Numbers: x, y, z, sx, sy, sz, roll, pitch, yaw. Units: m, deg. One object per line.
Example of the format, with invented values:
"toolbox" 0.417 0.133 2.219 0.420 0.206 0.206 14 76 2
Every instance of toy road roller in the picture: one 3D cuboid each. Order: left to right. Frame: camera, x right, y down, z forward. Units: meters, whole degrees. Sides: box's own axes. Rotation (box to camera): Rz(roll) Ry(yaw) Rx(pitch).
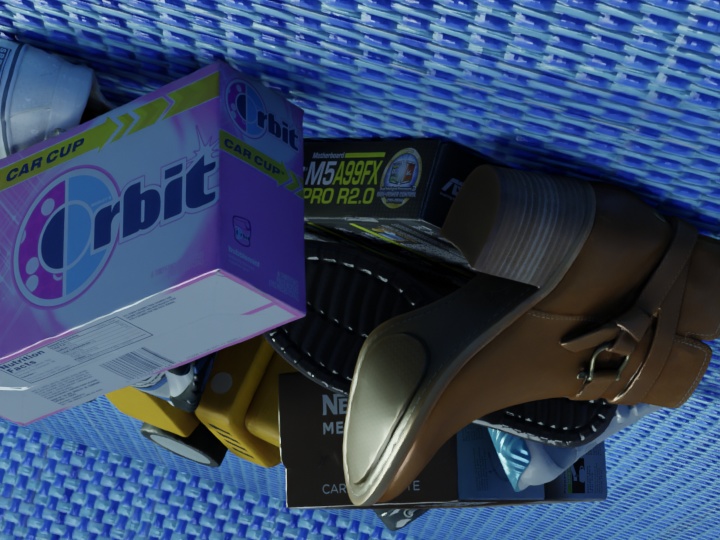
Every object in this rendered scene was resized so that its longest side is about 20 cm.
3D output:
"toy road roller" -0.067 0.053 1.718 0.146 0.123 0.200 18 164 23

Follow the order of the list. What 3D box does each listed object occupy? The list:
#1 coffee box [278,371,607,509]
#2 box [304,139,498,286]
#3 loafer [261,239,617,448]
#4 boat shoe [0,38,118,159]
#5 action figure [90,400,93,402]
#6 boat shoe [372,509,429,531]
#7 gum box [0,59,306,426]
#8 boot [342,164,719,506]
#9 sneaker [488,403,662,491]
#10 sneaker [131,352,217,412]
"coffee box" 0.051 0.098 1.620 0.114 0.080 0.200 -6 173 28
"box" 0.061 -0.015 1.460 0.200 0.044 0.160 23 169 -34
"loafer" 0.037 0.039 1.447 0.200 0.073 0.071 23 -170 3
"boat shoe" -0.144 -0.064 1.458 0.086 0.075 0.202 11 160 5
"action figure" -0.214 0.028 1.521 0.102 0.119 0.200 22 -175 27
"boat shoe" 0.088 0.104 1.770 0.200 0.062 0.075 -26 -177 -9
"gum box" -0.123 -0.008 1.358 0.200 0.114 0.066 -22 146 32
"boot" 0.090 0.048 1.369 0.155 0.200 0.074 15 -151 -29
"sneaker" 0.124 0.063 1.554 0.081 0.077 0.200 -17 -170 26
"sneaker" -0.117 0.027 1.529 0.077 0.076 0.200 15 166 7
